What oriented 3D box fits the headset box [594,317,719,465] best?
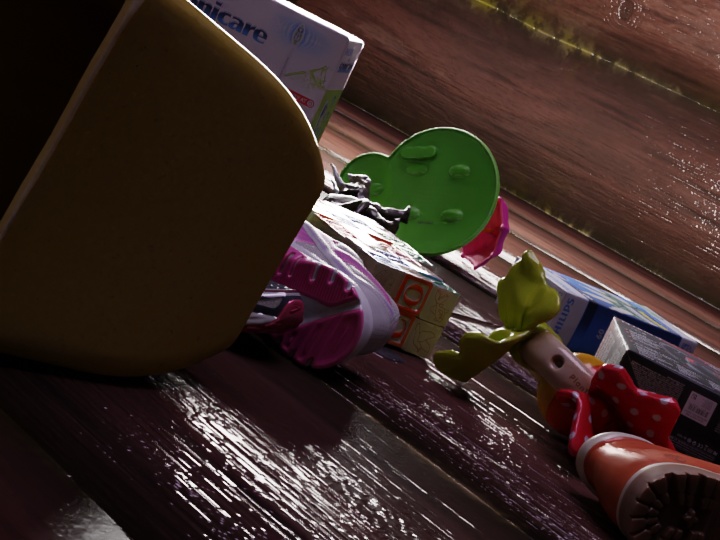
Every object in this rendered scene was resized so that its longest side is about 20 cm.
[{"bbox_3d":[0.270,0.114,1.379,0.148,0.076,0.200,26,9,1],"label":"headset box"}]

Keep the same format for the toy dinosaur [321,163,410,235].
[{"bbox_3d":[-0.008,-0.048,1.609,0.101,0.078,0.200,15,12,8],"label":"toy dinosaur"}]

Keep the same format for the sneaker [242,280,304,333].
[{"bbox_3d":[-0.116,-0.020,1.049,0.199,0.075,0.080,31,10,28],"label":"sneaker"}]

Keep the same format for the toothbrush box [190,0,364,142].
[{"bbox_3d":[-0.106,-0.117,1.232,0.145,0.201,0.086,27,8,4],"label":"toothbrush box"}]

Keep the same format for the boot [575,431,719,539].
[{"bbox_3d":[0.235,0.155,1.062,0.199,0.076,0.107,21,5,-25],"label":"boot"}]

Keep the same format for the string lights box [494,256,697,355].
[{"bbox_3d":[0.252,0.057,1.723,0.199,0.059,0.103,20,12,-34],"label":"string lights box"}]

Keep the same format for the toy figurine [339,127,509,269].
[{"bbox_3d":[0.094,-0.064,1.885,0.198,0.152,0.184,3,-16,24],"label":"toy figurine"}]

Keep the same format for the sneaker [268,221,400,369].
[{"bbox_3d":[-0.052,0.004,1.112,0.200,0.082,0.088,42,15,33],"label":"sneaker"}]

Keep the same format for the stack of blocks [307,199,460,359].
[{"bbox_3d":[0.000,0.000,1.321,0.114,0.059,0.200,21,10,-33],"label":"stack of blocks"}]

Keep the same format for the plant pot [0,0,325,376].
[{"bbox_3d":[-0.136,-0.058,0.862,0.199,0.197,0.194,26,6,-45],"label":"plant pot"}]

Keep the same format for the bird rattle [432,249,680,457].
[{"bbox_3d":[0.165,0.084,1.202,0.199,0.113,0.163,35,-4,32],"label":"bird rattle"}]
